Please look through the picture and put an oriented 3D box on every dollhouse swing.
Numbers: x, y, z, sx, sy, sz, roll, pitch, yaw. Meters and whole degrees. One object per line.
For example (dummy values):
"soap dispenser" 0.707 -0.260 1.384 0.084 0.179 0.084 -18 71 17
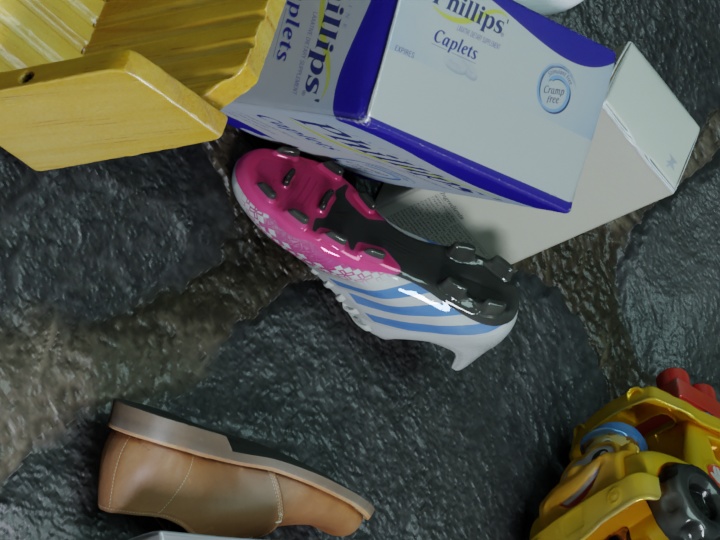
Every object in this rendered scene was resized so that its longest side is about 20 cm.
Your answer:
"dollhouse swing" -0.158 -0.192 1.498 0.176 0.181 0.200 54 40 -38

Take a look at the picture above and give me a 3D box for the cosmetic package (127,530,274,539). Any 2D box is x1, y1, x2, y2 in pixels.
"cosmetic package" -0.084 0.244 1.437 0.107 0.090 0.201 7 71 -43

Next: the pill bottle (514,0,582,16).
"pill bottle" 0.071 -0.207 1.669 0.112 0.200 0.113 0 91 -21

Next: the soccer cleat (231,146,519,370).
"soccer cleat" 0.000 0.000 1.659 0.200 0.086 0.070 28 44 -8

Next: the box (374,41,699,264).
"box" 0.108 -0.063 1.696 0.082 0.200 0.068 50 42 -20

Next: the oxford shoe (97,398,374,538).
"oxford shoe" -0.074 0.129 1.530 0.200 0.071 0.071 20 87 -42

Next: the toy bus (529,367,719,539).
"toy bus" 0.200 0.143 1.774 0.200 0.136 0.192 27 42 -35

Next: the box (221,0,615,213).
"box" 0.013 -0.118 1.601 0.184 0.200 0.105 20 84 -41
